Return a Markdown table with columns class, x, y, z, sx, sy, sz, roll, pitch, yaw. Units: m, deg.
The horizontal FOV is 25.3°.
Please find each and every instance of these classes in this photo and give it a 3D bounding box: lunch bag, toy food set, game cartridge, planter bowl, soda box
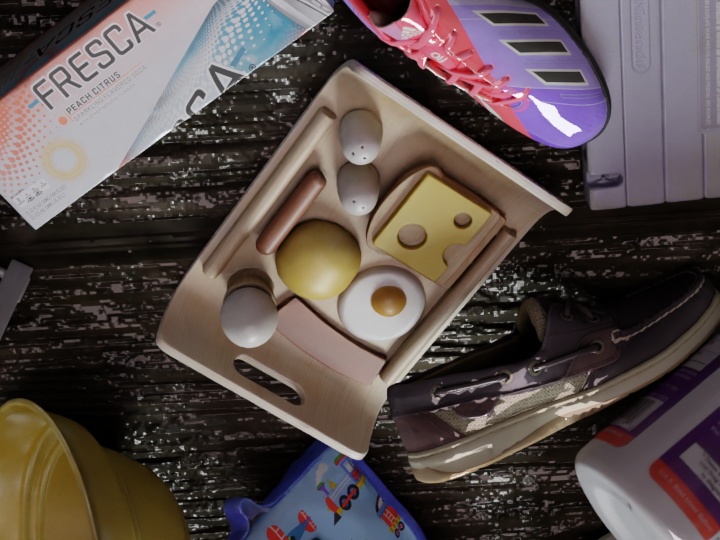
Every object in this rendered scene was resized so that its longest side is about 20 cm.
| class | x | y | z | sx | sy | sz | roll | pitch | yaw |
| --- | --- | --- | --- | --- | --- | --- | --- | --- | --- |
| lunch bag | -0.020 | 0.205 | 0.942 | 0.094 | 0.151 | 0.200 | -8 | 122 | 50 |
| toy food set | 0.000 | 0.000 | 0.873 | 0.143 | 0.060 | 0.200 | 31 | 116 | -17 |
| game cartridge | 0.174 | -0.130 | 0.817 | 0.129 | 0.038 | 0.201 | -8 | 120 | -1 |
| planter bowl | -0.151 | 0.169 | 0.923 | 0.083 | 0.200 | 0.201 | -5 | 125 | -33 |
| soda box | -0.110 | -0.109 | 0.806 | 0.200 | 0.064 | 0.068 | -34 | 115 | 18 |

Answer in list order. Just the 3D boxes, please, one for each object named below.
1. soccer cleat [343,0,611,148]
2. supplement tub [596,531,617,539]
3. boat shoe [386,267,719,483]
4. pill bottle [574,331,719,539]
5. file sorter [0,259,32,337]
| class | x | y | z | sx | sy | sz | roll | pitch | yaw |
| --- | --- | --- | --- | --- | --- | --- | --- | --- | --- |
| soccer cleat | 0.042 | -0.120 | 0.784 | 0.200 | 0.073 | 0.068 | 42 | 130 | -18 |
| supplement tub | 0.213 | 0.260 | 0.982 | 0.140 | 0.140 | 0.200 | -34 | 115 | 18 |
| boat shoe | 0.107 | 0.045 | 0.879 | 0.200 | 0.072 | 0.065 | -28 | 102 | -6 |
| pill bottle | 0.224 | 0.082 | 0.868 | 0.200 | 0.111 | 0.112 | -38 | 117 | -9 |
| file sorter | -0.287 | 0.079 | 0.871 | 0.124 | 0.139 | 0.200 | 28 | 116 | -13 |
